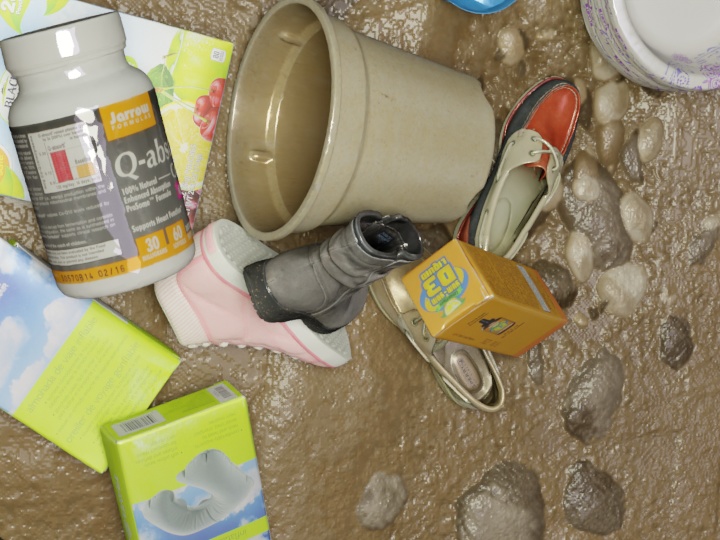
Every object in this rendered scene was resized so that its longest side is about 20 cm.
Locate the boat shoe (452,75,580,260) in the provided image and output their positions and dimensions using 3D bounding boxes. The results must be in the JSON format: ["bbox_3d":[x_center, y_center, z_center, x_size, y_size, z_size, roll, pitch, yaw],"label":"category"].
[{"bbox_3d":[0.155,-0.091,1.233,0.071,0.062,0.202,32,86,-17],"label":"boat shoe"}]

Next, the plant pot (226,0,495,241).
[{"bbox_3d":[0.008,-0.116,1.126,0.181,0.200,0.204,7,95,-30],"label":"plant pot"}]

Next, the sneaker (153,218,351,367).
[{"bbox_3d":[-0.100,0.038,1.167,0.104,0.076,0.200,-31,133,23],"label":"sneaker"}]

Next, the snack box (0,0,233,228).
[{"bbox_3d":[-0.222,-0.133,1.099,0.197,0.068,0.171,12,95,-18],"label":"snack box"}]

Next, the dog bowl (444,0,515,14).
[{"bbox_3d":[0.064,-0.308,1.180,0.198,0.050,0.113,25,89,-20],"label":"dog bowl"}]

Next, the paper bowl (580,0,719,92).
[{"bbox_3d":[0.297,-0.270,1.234,0.198,0.104,0.204,-3,99,-18],"label":"paper bowl"}]

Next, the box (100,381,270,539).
[{"bbox_3d":[-0.146,0.212,1.149,0.121,0.048,0.203,-18,112,-24],"label":"box"}]

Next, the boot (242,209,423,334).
[{"bbox_3d":[0.000,0.000,1.111,0.130,0.200,0.071,-25,84,20],"label":"boot"}]

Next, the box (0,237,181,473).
[{"bbox_3d":[-0.268,0.067,1.120,0.199,0.048,0.123,37,85,-20],"label":"box"}]

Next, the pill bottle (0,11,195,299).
[{"bbox_3d":[-0.205,-0.089,1.015,0.115,0.116,0.203,-17,105,-15],"label":"pill bottle"}]

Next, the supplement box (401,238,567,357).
[{"bbox_3d":[0.114,0.027,1.165,0.066,0.199,0.069,-36,70,18],"label":"supplement box"}]

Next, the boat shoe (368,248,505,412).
[{"bbox_3d":[0.072,0.047,1.222,0.072,0.065,0.201,-36,107,-11],"label":"boat shoe"}]

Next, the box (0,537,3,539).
[{"bbox_3d":[-0.345,0.329,1.100,0.200,0.104,0.148,-47,108,-8],"label":"box"}]
